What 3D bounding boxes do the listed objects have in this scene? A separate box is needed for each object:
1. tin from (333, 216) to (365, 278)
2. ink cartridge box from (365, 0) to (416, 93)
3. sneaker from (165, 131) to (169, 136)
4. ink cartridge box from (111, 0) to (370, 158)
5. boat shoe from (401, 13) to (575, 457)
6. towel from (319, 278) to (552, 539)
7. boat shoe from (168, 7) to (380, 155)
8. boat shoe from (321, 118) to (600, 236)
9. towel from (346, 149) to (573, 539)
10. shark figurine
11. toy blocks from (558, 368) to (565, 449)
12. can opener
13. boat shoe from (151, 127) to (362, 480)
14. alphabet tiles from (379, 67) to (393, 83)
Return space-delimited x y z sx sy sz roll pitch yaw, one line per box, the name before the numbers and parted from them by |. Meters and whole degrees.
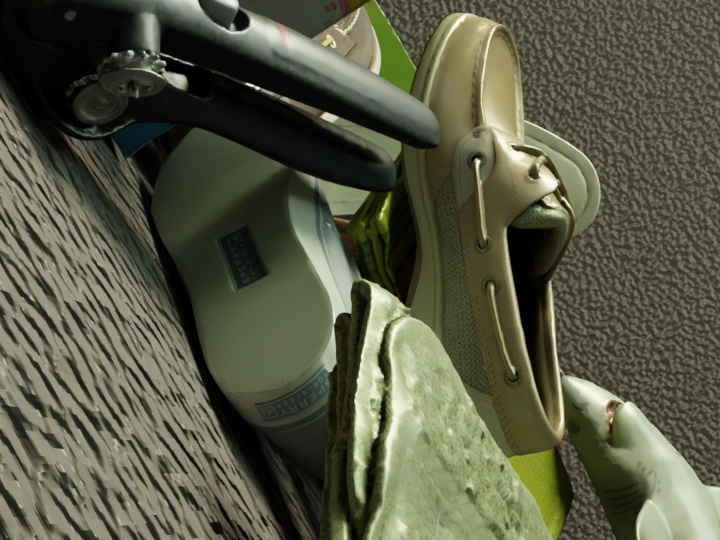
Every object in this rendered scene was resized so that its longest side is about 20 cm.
tin | 0.000 0.000 0.821 0.111 0.042 0.200 15 -4 0
ink cartridge box | -0.009 -0.062 1.010 0.201 0.147 0.076 58 4 -4
sneaker | -0.090 -0.092 0.889 0.200 0.070 0.076 47 29 -61
ink cartridge box | -0.063 -0.183 0.697 0.148 0.199 0.145 58 3 -33
boat shoe | 0.058 -0.018 0.675 0.072 0.064 0.202 41 46 -49
towel | 0.035 0.115 0.522 0.150 0.036 0.201 -85 155 -42
boat shoe | -0.042 -0.101 0.819 0.200 0.071 0.060 -57 141 -51
boat shoe | 0.027 -0.048 0.857 0.060 0.199 0.073 9 87 -75
towel | 0.052 0.043 0.727 0.086 0.018 0.202 -54 127 -50
shark figurine | 0.132 0.165 0.755 0.127 0.090 0.216 26 43 -23
toy blocks | 0.072 0.084 1.042 0.100 0.136 0.201 57 3 -34
can opener | -0.045 -0.072 0.598 0.198 0.063 0.079 16 49 -37
boat shoe | -0.035 0.006 0.661 0.202 0.069 0.072 -108 173 -53
alphabet tiles | -0.052 -0.131 1.127 0.195 0.015 0.201 36 -39 27
